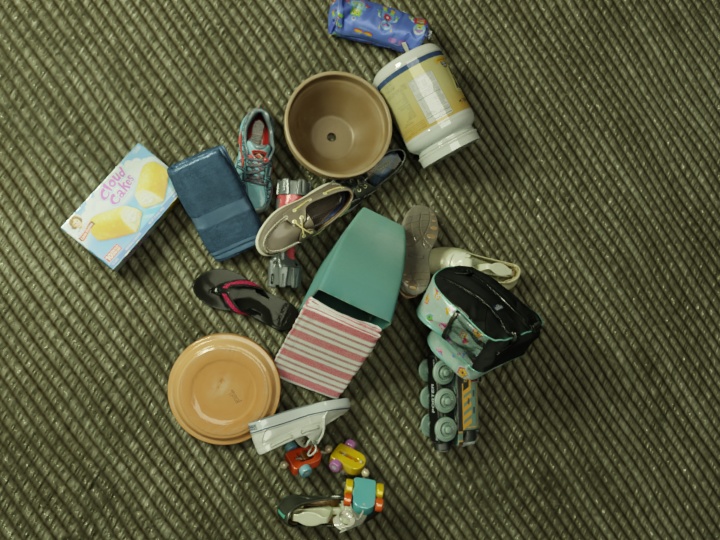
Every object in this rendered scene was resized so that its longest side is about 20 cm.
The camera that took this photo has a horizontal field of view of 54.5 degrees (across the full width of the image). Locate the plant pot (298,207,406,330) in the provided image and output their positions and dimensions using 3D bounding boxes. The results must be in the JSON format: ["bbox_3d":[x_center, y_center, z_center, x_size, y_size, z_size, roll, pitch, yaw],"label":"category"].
[{"bbox_3d":[0.000,0.000,1.284,0.141,0.141,0.201,25,63,-10],"label":"plant pot"}]

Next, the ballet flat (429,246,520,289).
[{"bbox_3d":[0.223,-0.008,1.374,0.199,0.069,0.070,11,83,-12],"label":"ballet flat"}]

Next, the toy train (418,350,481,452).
[{"bbox_3d":[0.177,0.243,1.338,0.114,0.085,0.201,0,86,-23],"label":"toy train"}]

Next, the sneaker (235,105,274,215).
[{"bbox_3d":[-0.196,-0.202,1.275,0.079,0.096,0.201,1,88,-12],"label":"sneaker"}]

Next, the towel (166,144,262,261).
[{"bbox_3d":[-0.252,-0.117,1.238,0.111,0.049,0.200,-22,122,0],"label":"towel"}]

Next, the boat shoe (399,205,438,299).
[{"bbox_3d":[0.100,-0.035,1.344,0.075,0.072,0.201,19,61,-7],"label":"boat shoe"}]

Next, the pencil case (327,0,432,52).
[{"bbox_3d":[0.035,-0.472,1.360,0.199,0.078,0.087,13,60,-11],"label":"pencil case"}]

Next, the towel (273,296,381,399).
[{"bbox_3d":[-0.067,0.145,1.256,0.146,0.200,0.030,24,36,-10],"label":"towel"}]

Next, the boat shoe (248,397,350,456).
[{"bbox_3d":[-0.098,0.287,1.247,0.201,0.075,0.086,-9,81,-38],"label":"boat shoe"}]

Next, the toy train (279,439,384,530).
[{"bbox_3d":[-0.048,0.382,1.257,0.150,0.056,0.200,-17,45,-33],"label":"toy train"}]

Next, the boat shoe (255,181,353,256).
[{"bbox_3d":[-0.097,-0.092,1.247,0.200,0.059,0.072,-37,115,-23],"label":"boat shoe"}]

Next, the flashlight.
[{"bbox_3d":[-0.128,-0.068,1.301,0.067,0.068,0.201,1,88,23],"label":"flashlight"}]

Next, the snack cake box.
[{"bbox_3d":[-0.411,-0.110,1.234,0.115,0.067,0.200,40,78,-8],"label":"snack cake box"}]

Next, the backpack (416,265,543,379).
[{"bbox_3d":[0.204,0.089,1.281,0.175,0.154,0.200,-16,55,-42],"label":"backpack"}]

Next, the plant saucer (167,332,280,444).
[{"bbox_3d":[-0.242,0.213,1.245,0.199,0.032,0.201,-1,95,-6],"label":"plant saucer"}]

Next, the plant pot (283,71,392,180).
[{"bbox_3d":[-0.048,-0.263,1.317,0.200,0.093,0.202,1,85,-13],"label":"plant pot"}]

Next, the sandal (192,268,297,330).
[{"bbox_3d":[-0.207,0.051,1.279,0.199,0.045,0.075,23,81,-10],"label":"sandal"}]

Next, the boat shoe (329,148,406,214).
[{"bbox_3d":[0.005,-0.174,1.340,0.200,0.057,0.069,-38,94,-13],"label":"boat shoe"}]

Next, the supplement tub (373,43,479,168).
[{"bbox_3d":[0.129,-0.311,1.336,0.144,0.144,0.200,-29,92,-14],"label":"supplement tub"}]

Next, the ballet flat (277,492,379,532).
[{"bbox_3d":[-0.050,0.444,1.271,0.199,0.068,0.068,0,96,-13],"label":"ballet flat"}]
